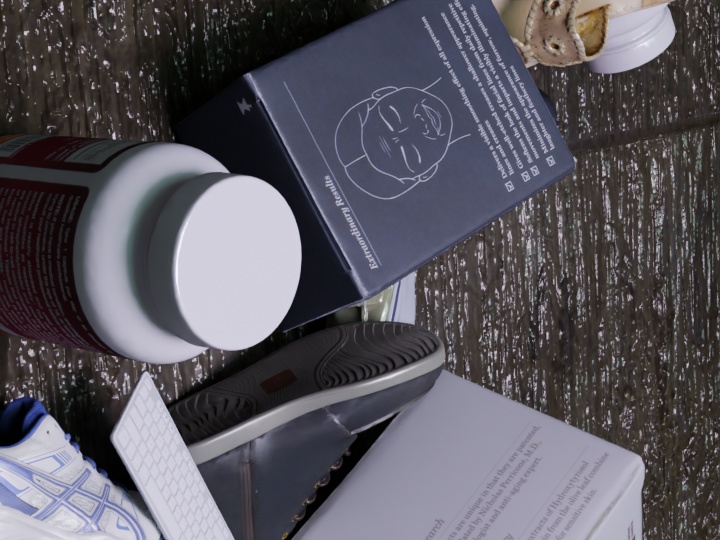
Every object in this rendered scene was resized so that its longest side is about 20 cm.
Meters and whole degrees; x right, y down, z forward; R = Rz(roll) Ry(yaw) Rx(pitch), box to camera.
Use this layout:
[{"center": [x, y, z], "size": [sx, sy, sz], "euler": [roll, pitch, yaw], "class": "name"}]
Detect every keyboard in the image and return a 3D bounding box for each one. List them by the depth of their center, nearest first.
[{"center": [-0.100, 0.154, 0.965], "size": [0.057, 0.011, 0.202], "euler": [-76, 150, -52], "class": "keyboard"}]

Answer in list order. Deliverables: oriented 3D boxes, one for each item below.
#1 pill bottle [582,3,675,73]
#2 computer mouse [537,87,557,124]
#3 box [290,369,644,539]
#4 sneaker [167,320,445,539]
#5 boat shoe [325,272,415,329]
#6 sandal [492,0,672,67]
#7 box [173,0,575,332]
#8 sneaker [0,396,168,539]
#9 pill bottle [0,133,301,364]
[{"center": [0.170, -0.252, 1.202], "size": [0.113, 0.112, 0.201], "euler": [-47, 126, -32], "class": "pill bottle"}, {"center": [0.085, -0.113, 1.188], "size": [0.199, 0.034, 0.060], "euler": [-4, 99, -46], "class": "computer mouse"}, {"center": [0.077, 0.222, 1.091], "size": [0.200, 0.170, 0.201], "euler": [-47, 144, -33], "class": "box"}, {"center": [-0.032, 0.110, 1.039], "size": [0.198, 0.075, 0.107], "euler": [-21, 121, -11], "class": "sneaker"}, {"center": [0.000, 0.000, 1.099], "size": [0.061, 0.072, 0.203], "euler": [17, 74, -29], "class": "boat shoe"}, {"center": [0.155, -0.182, 1.134], "size": [0.209, 0.070, 0.078], "euler": [-22, 121, 5], "class": "sandal"}, {"center": [0.012, -0.077, 1.016], "size": [0.199, 0.107, 0.150], "euler": [-30, 94, -35], "class": "box"}, {"center": [-0.173, 0.119, 0.914], "size": [0.199, 0.075, 0.089], "euler": [16, 80, -49], "class": "sneaker"}, {"center": [-0.129, -0.012, 0.851], "size": [0.112, 0.198, 0.115], "euler": [-8, 101, -45], "class": "pill bottle"}]
